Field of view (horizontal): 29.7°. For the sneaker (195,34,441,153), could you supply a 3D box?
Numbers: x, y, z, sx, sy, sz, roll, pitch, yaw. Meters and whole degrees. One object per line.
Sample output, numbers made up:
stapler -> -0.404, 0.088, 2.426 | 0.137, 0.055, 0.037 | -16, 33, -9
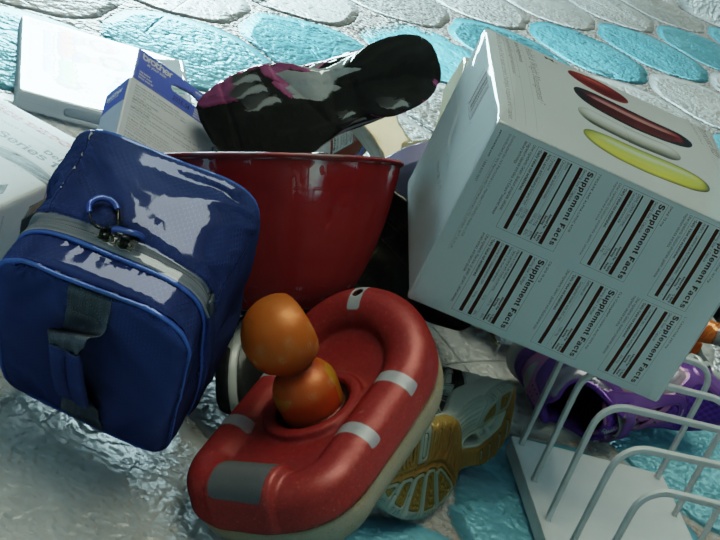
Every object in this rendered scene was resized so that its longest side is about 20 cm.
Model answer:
sneaker -> -0.033, -0.135, 1.112 | 0.198, 0.081, 0.086 | -12, 4, -3

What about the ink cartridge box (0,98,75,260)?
ink cartridge box -> -0.306, -0.060, 1.020 | 0.145, 0.085, 0.200 | 28, 26, 10

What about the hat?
hat -> 0.000, 0.000, 1.125 | 0.200, 0.201, 0.081 | 33, 63, 20

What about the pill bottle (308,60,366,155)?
pill bottle -> -0.066, -0.136, 1.333 | 0.111, 0.113, 0.200 | 29, 26, 13

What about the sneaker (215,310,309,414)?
sneaker -> -0.026, 0.060, 1.002 | 0.082, 0.073, 0.199 | 4, 13, 34

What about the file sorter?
file sorter -> 0.208, 0.157, 0.978 | 0.137, 0.125, 0.201 | 15, 27, -15

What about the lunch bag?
lunch bag -> -0.150, 0.020, 0.853 | 0.135, 0.201, 0.133 | 21, 57, 2

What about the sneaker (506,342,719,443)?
sneaker -> 0.221, 0.110, 1.144 | 0.198, 0.081, 0.089 | 13, 33, -10

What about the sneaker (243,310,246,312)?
sneaker -> -0.103, -0.027, 1.162 | 0.083, 0.081, 0.201 | 25, 32, -29

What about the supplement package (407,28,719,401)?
supplement package -> 0.151, -0.045, 0.986 | 0.198, 0.148, 0.192 | 22, 27, -10

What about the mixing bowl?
mixing bowl -> -0.068, -0.028, 0.994 | 0.198, 0.110, 0.200 | 1, 2, 0

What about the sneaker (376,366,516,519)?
sneaker -> 0.037, 0.120, 0.989 | 0.087, 0.076, 0.199 | 19, 17, 26

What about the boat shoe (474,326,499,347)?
boat shoe -> 0.108, 0.017, 1.255 | 0.200, 0.063, 0.073 | 48, 9, 37

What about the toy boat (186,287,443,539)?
toy boat -> -0.035, 0.072, 0.864 | 0.129, 0.132, 0.200 | -2, 33, 34

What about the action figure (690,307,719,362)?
action figure -> 0.293, 0.016, 1.267 | 0.200, 0.104, 0.195 | 49, 16, -80

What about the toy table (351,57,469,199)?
toy table -> 0.063, -0.089, 1.189 | 0.183, 0.200, 0.118 | 23, 56, -23

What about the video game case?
video game case -> -0.261, -0.193, 1.383 | 0.180, 0.024, 0.201 | 13, 27, -20

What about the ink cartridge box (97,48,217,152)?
ink cartridge box -> -0.157, -0.066, 1.072 | 0.119, 0.042, 0.202 | 33, 48, -32
